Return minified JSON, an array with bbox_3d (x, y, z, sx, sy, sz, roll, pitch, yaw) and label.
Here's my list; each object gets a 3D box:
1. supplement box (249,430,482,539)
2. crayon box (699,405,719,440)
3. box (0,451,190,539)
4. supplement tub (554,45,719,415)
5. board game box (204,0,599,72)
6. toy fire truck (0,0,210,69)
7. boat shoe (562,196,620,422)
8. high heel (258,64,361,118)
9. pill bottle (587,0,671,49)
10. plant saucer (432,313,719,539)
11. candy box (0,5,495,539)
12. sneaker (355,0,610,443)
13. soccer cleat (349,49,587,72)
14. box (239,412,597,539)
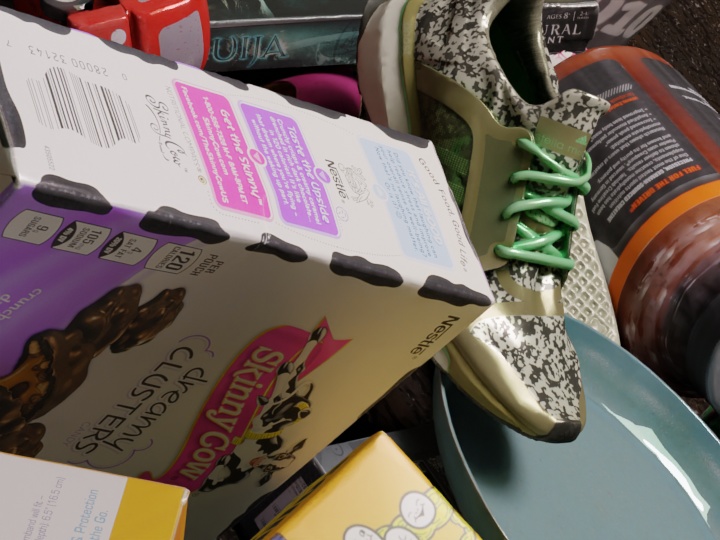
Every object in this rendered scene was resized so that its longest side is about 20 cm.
[{"bbox_3d":[0.022,0.168,0.775,0.109,0.110,0.200,-42,88,-25],"label":"supplement box"},{"bbox_3d":[0.221,0.098,1.200,0.119,0.058,0.200,49,30,4],"label":"crayon box"},{"bbox_3d":[-0.155,0.091,0.678,0.198,0.042,0.119,10,35,3],"label":"box"},{"bbox_3d":[0.145,-0.014,1.141,0.107,0.107,0.200,24,20,-34],"label":"supplement tub"},{"bbox_3d":[-0.010,-0.137,1.096,0.199,0.028,0.136,-5,39,-19],"label":"board game box"},{"bbox_3d":[-0.089,-0.146,1.025,0.140,0.049,0.200,-16,44,-20],"label":"toy fire truck"},{"bbox_3d":[0.067,0.015,1.099,0.074,0.062,0.201,8,60,-26],"label":"boat shoe"},{"bbox_3d":[-0.063,-0.061,1.010,0.096,0.067,0.200,51,32,-14],"label":"high heel"},{"bbox_3d":[0.131,-0.188,1.280,0.113,0.200,0.113,31,33,-24],"label":"pill bottle"},{"bbox_3d":[0.099,0.097,0.979,0.200,0.027,0.201,34,29,-22],"label":"plant saucer"},{"bbox_3d":[-0.085,0.014,0.798,0.199,0.168,0.072,13,45,-44],"label":"candy box"},{"bbox_3d":[0.058,-0.034,0.954,0.077,0.088,0.201,6,62,-45],"label":"sneaker"},{"bbox_3d":[0.033,-0.105,1.186,0.199,0.070,0.087,26,24,-19],"label":"soccer cleat"},{"bbox_3d":[0.062,0.150,0.943,0.157,0.051,0.201,-8,60,-55],"label":"box"}]
